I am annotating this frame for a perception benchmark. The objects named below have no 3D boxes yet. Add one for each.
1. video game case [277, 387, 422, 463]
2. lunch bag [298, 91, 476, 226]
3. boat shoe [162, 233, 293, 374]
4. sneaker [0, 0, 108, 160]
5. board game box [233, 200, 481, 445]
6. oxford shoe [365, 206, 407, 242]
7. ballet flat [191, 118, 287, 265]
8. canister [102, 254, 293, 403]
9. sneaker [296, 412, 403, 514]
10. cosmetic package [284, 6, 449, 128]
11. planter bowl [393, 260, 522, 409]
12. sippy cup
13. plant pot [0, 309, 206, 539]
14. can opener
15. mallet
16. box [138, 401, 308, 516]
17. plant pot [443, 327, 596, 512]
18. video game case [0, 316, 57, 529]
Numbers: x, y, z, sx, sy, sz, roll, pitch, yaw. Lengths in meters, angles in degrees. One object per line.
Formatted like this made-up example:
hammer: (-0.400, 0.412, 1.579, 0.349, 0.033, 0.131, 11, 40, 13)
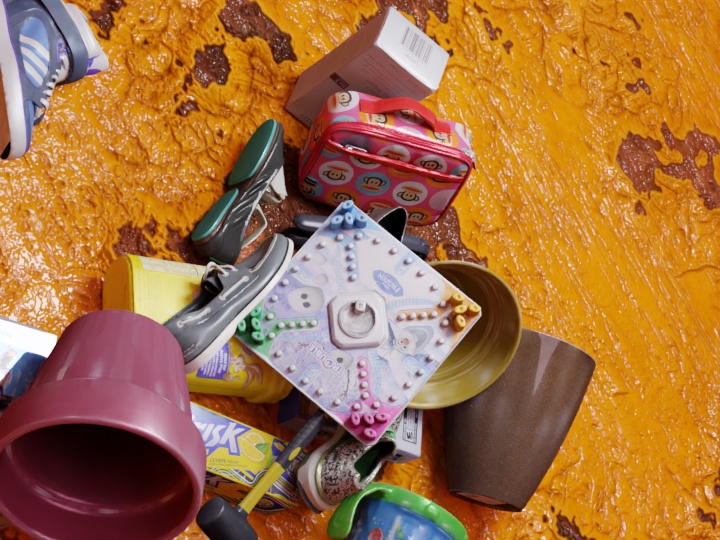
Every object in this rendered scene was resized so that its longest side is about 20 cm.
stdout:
video game case: (-0.006, 0.111, 1.630, 0.181, 0.045, 0.200, 23, 58, -31)
lunch bag: (0.035, -0.143, 1.672, 0.200, 0.176, 0.082, 13, 51, -17)
boat shoe: (-0.141, 0.020, 1.443, 0.062, 0.073, 0.200, 47, 56, -14)
sneaker: (-0.336, -0.212, 1.493, 0.146, 0.081, 0.200, 0, 66, -34)
board game box: (-0.002, 0.052, 1.474, 0.200, 0.026, 0.200, 39, 74, 7)
oxford shoe: (0.000, 0.000, 1.593, 0.071, 0.072, 0.200, 37, 52, -21)
ballet flat: (-0.133, -0.087, 1.618, 0.068, 0.068, 0.200, 44, 60, -28)
canister: (-0.177, 0.064, 1.499, 0.200, 0.087, 0.149, 10, 65, -34)
sneaker: (0.015, 0.193, 1.503, 0.200, 0.088, 0.077, -50, 121, -46)
cosmetic package: (0.006, -0.233, 1.693, 0.102, 0.200, 0.074, 36, 52, -20)
planter bowl: (0.081, 0.058, 1.598, 0.200, 0.201, 0.084, 29, 18, -26)
sippy cup: (0.034, 0.328, 1.531, 0.178, 0.140, 0.131, 30, 64, -3)
plant pot: (-0.243, 0.144, 1.311, 0.200, 0.200, 0.179, 32, 34, -24)
can opener: (0.000, -0.035, 1.694, 0.200, 0.063, 0.079, 18, 38, -30)
mallet: (-0.096, 0.206, 1.437, 0.066, 0.041, 0.200, 42, 74, -29)
box: (-0.158, 0.197, 1.471, 0.200, 0.064, 0.070, 26, 57, -27)
plant pot: (0.176, 0.188, 1.682, 0.187, 0.187, 0.200, 25, 72, -28)
video game case: (-0.401, 0.130, 1.320, 0.181, 0.045, 0.200, 22, 59, -29)
